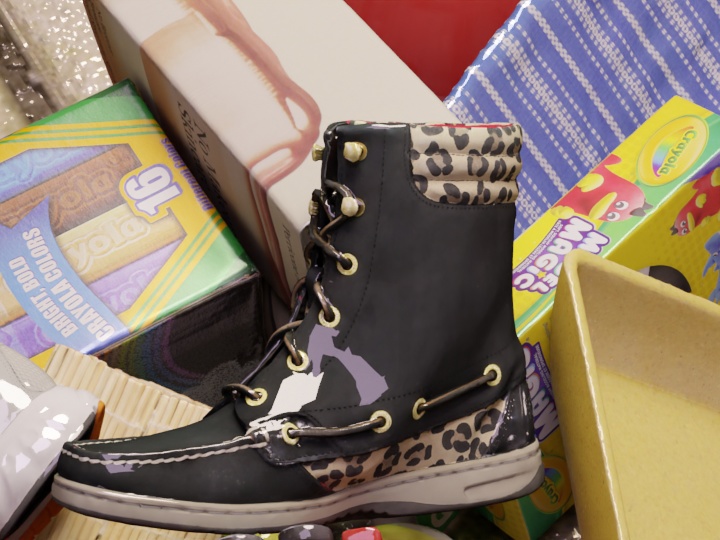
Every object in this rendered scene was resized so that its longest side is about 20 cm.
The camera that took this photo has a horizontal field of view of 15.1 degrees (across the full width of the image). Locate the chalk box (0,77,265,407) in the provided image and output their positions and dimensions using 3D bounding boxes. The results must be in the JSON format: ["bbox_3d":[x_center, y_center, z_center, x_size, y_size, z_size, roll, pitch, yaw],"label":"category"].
[{"bbox_3d":[-0.155,0.032,1.187,0.200,0.124,0.124,-25,61,-14],"label":"chalk box"}]

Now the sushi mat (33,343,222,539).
[{"bbox_3d":[-0.119,0.135,1.083,0.096,0.012,0.200,24,76,-1],"label":"sushi mat"}]

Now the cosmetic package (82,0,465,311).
[{"bbox_3d":[-0.033,-0.065,1.178,0.087,0.103,0.200,-31,50,-14],"label":"cosmetic package"}]

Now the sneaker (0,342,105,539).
[{"bbox_3d":[-0.192,0.105,1.045,0.092,0.076,0.200,38,72,11],"label":"sneaker"}]

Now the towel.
[{"bbox_3d":[0.123,-0.081,1.246,0.024,0.145,0.200,2,48,52],"label":"towel"}]

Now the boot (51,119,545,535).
[{"bbox_3d":[-0.022,0.019,1.041,0.203,0.073,0.154,-3,98,-25],"label":"boot"}]

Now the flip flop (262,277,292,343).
[{"bbox_3d":[0.000,0.000,1.223,0.081,0.058,0.200,22,43,-35],"label":"flip flop"}]

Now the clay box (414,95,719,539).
[{"bbox_3d":[0.097,0.030,1.178,0.048,0.115,0.200,29,62,39],"label":"clay box"}]

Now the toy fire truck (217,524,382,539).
[{"bbox_3d":[-0.031,0.143,1.048,0.200,0.141,0.049,-8,67,3],"label":"toy fire truck"}]

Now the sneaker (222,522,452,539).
[{"bbox_3d":[-0.051,0.159,1.130,0.200,0.076,0.105,-3,58,0],"label":"sneaker"}]

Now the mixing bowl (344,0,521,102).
[{"bbox_3d":[0.052,-0.164,1.297,0.200,0.108,0.200,1,53,-2],"label":"mixing bowl"}]

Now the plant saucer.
[{"bbox_3d":[0.155,0.109,1.120,0.200,0.048,0.200,20,48,-36],"label":"plant saucer"}]
